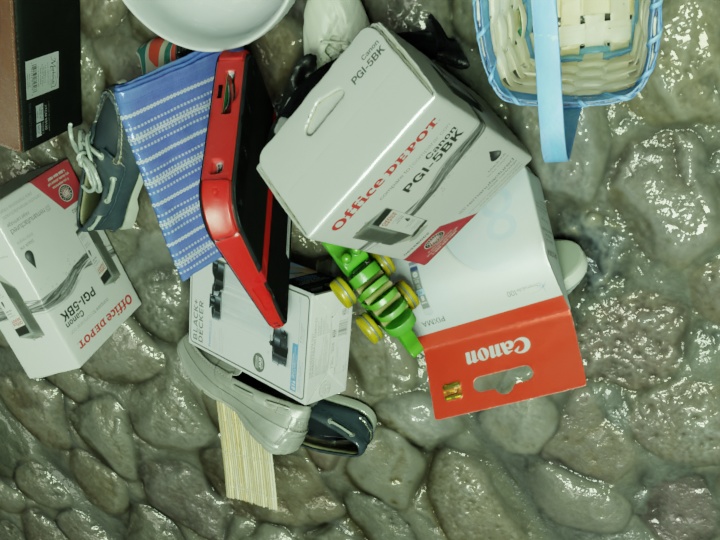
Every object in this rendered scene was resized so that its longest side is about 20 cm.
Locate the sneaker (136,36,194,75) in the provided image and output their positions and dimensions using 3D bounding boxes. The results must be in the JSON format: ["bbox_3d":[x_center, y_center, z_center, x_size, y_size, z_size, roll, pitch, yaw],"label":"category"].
[{"bbox_3d":[-0.179,-0.145,0.795,0.092,0.070,0.203,12,124,34],"label":"sneaker"}]

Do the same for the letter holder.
[{"bbox_3d":[-0.374,-0.249,0.780,0.140,0.101,0.203,20,122,10],"label":"letter holder"}]

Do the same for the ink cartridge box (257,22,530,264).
[{"bbox_3d":[0.035,-0.090,0.631,0.147,0.199,0.083,-46,64,20],"label":"ink cartridge box"}]

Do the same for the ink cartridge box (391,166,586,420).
[{"bbox_3d":[0.110,0.024,0.720,0.158,0.047,0.204,-19,71,29],"label":"ink cartridge box"}]

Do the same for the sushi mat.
[{"bbox_3d":[-0.143,0.187,0.930,0.094,0.012,0.205,-3,95,39],"label":"sushi mat"}]

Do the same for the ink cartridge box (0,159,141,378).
[{"bbox_3d":[-0.358,-0.002,0.880,0.081,0.147,0.203,-12,114,22],"label":"ink cartridge box"}]

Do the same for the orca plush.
[{"bbox_3d":[0.007,-0.145,0.658,0.197,0.071,0.107,-22,108,-9],"label":"orca plush"}]

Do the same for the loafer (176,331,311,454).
[{"bbox_3d":[-0.131,0.124,0.865,0.199,0.070,0.071,35,105,25],"label":"loafer"}]

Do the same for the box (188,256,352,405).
[{"bbox_3d":[-0.100,0.048,0.806,0.198,0.060,0.119,21,112,40],"label":"box"}]

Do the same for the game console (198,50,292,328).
[{"bbox_3d":[-0.095,-0.075,0.687,0.030,0.203,0.178,-6,145,8],"label":"game console"}]

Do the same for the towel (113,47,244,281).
[{"bbox_3d":[-0.147,-0.109,0.748,0.024,0.144,0.203,19,133,43],"label":"towel"}]

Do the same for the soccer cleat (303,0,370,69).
[{"bbox_3d":[-0.025,-0.163,0.714,0.068,0.078,0.204,8,120,15],"label":"soccer cleat"}]

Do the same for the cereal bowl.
[{"bbox_3d":[-0.129,-0.302,0.672,0.196,0.084,0.204,9,120,15],"label":"cereal bowl"}]

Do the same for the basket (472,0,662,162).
[{"bbox_3d":[0.149,-0.193,0.560,0.136,0.201,0.180,0,117,19],"label":"basket"}]

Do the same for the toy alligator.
[{"bbox_3d":[0.000,0.000,0.705,0.059,0.054,0.201,-37,97,-10],"label":"toy alligator"}]

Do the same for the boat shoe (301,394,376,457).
[{"bbox_3d":[-0.080,0.186,0.934,0.196,0.062,0.076,12,123,14],"label":"boat shoe"}]

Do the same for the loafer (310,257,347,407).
[{"bbox_3d":[-0.061,0.070,0.851,0.068,0.076,0.203,13,122,-4],"label":"loafer"}]

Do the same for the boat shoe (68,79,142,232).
[{"bbox_3d":[-0.268,-0.113,0.802,0.076,0.061,0.201,60,146,20],"label":"boat shoe"}]

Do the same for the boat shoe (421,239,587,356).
[{"bbox_3d":[0.147,0.039,0.778,0.199,0.071,0.071,-31,128,26],"label":"boat shoe"}]
